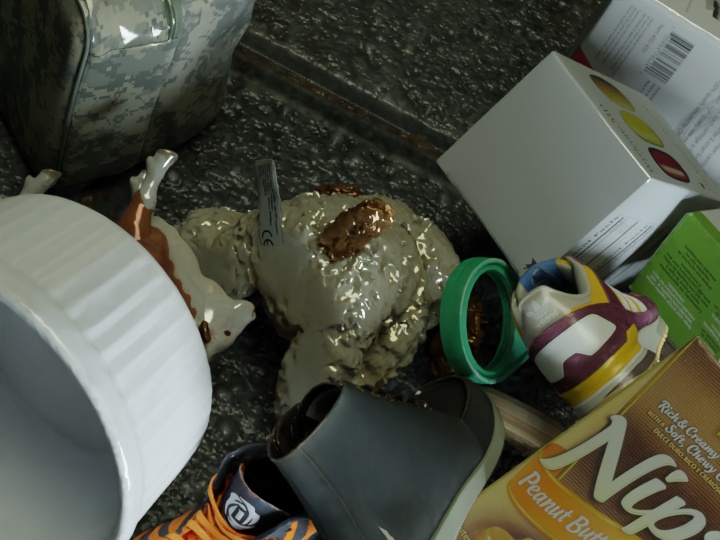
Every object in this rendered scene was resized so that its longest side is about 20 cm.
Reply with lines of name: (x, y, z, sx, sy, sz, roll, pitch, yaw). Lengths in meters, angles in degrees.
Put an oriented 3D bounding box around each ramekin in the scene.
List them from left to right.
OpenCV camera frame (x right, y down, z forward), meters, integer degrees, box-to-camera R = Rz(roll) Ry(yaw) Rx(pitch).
ramekin: (-0.175, 0.057, 0.790, 0.200, 0.201, 0.098, 40, 43, 7)

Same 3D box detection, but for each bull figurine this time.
bull figurine: (-0.160, -0.007, 0.887, 0.197, 0.065, 0.123, 4, 74, 3)

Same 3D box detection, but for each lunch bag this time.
lunch bag: (-0.146, -0.163, 0.960, 0.166, 0.200, 0.140, -18, 68, -29)

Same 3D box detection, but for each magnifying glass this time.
magnifying glass: (0.112, 0.036, 0.983, 0.199, 0.022, 0.081, 8, 83, -56)

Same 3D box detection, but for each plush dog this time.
plush dog: (0.000, 0.000, 0.955, 0.200, 0.161, 0.171, 49, 29, 15)

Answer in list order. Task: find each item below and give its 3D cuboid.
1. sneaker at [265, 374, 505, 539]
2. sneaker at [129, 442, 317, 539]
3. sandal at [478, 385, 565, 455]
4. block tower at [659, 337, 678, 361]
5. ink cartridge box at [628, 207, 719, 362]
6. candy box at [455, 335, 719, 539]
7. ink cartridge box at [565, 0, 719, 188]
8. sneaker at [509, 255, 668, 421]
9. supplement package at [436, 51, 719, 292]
sneaker: (0.019, 0.088, 0.830, 0.107, 0.074, 0.200, 56, 25, -12)
sneaker: (-0.094, 0.151, 0.809, 0.199, 0.112, 0.078, -29, 71, -37)
sandal: (0.150, 0.156, 0.956, 0.210, 0.078, 0.070, 30, 78, -6)
block tower: (0.246, 0.050, 1.072, 0.199, 0.054, 0.058, -29, 71, -36)
ink cartridge box: (0.306, 0.029, 1.025, 0.199, 0.076, 0.148, -7, 52, -46)
candy box: (0.143, 0.144, 0.818, 0.199, 0.055, 0.116, -37, 66, 4)
ink cartridge box: (0.265, -0.143, 1.159, 0.199, 0.147, 0.083, 32, 48, -1)
sneaker: (0.141, 0.027, 0.928, 0.090, 0.075, 0.200, 53, 11, 0)
supplement package: (0.159, -0.060, 1.019, 0.114, 0.109, 0.199, 55, 21, 18)
